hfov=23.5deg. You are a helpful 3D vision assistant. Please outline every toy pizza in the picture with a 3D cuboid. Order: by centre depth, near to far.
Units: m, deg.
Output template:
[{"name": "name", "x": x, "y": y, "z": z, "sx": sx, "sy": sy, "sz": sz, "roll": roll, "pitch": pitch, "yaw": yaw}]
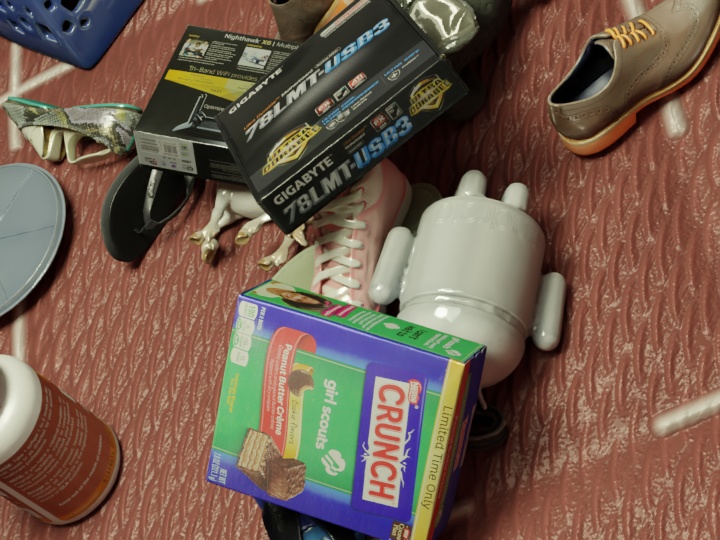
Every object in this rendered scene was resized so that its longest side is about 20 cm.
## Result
[{"name": "toy pizza", "x": -0.393, "y": -0.024, "z": 1.855, "sx": 0.199, "sy": 0.032, "sz": 0.202, "roll": -15, "pitch": 55, "yaw": 23}]

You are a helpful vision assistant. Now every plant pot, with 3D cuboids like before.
[{"name": "plant pot", "x": -0.356, "y": -0.374, "z": 1.957, "sx": 0.199, "sy": 0.180, "sz": 0.201, "roll": 25, "pitch": 76, "yaw": 38}]

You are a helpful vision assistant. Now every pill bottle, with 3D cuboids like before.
[{"name": "pill bottle", "x": -0.317, "y": 0.147, "z": 1.588, "sx": 0.111, "sy": 0.200, "sz": 0.113, "roll": -15, "pitch": 55, "yaw": 22}]

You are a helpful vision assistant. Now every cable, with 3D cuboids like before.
[{"name": "cable", "x": 0.029, "y": 0.112, "z": 1.489, "sx": 0.199, "sy": 0.051, "sz": 0.097, "roll": 17, "pitch": 39, "yaw": 42}]

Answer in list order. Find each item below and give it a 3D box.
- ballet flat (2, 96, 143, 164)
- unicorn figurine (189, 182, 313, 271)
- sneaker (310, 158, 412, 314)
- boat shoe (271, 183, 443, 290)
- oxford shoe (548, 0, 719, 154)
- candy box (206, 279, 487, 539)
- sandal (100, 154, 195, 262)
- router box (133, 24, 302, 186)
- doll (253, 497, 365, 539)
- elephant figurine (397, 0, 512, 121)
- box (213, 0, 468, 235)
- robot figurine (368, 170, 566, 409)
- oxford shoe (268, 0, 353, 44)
[{"name": "ballet flat", "x": -0.318, "y": -0.150, "z": 1.870, "sx": 0.199, "sy": 0.072, "sz": 0.072, "roll": 8, "pitch": 65, "yaw": 35}, {"name": "unicorn figurine", "x": -0.112, "y": -0.073, "z": 1.699, "sx": 0.199, "sy": 0.074, "sz": 0.138, "roll": 17, "pitch": 61, "yaw": 22}, {"name": "sneaker", "x": -0.018, "y": -0.021, "z": 1.498, "sx": 0.075, "sy": 0.105, "sz": 0.202, "roll": 3, "pitch": 65, "yaw": 29}, {"name": "boat shoe", "x": 0.000, "y": 0.000, "z": 1.582, "sx": 0.200, "sy": 0.061, "sz": 0.072, "roll": -32, "pitch": 49, "yaw": 9}, {"name": "oxford shoe", "x": 0.248, "y": -0.193, "z": 1.536, "sx": 0.200, "sy": 0.073, "sz": 0.071, "roll": -46, "pitch": 49, "yaw": -3}, {"name": "candy box", "x": -0.012, "y": 0.117, "z": 1.414, "sx": 0.199, "sy": 0.077, "sz": 0.170, "roll": 15, "pitch": 107, "yaw": 15}, {"name": "sandal", "x": -0.194, "y": -0.097, "z": 1.750, "sx": 0.043, "sy": 0.076, "sz": 0.201, "roll": 23, "pitch": 75, "yaw": 43}, {"name": "router box", "x": -0.100, "y": -0.155, "z": 1.681, "sx": 0.198, "sy": 0.052, "sz": 0.158, "roll": 11, "pitch": 51, "yaw": 12}, {"name": "doll", "x": -0.053, "y": 0.210, "z": 1.489, "sx": 0.136, "sy": 0.049, "sz": 0.201, "roll": -30, "pitch": 56, "yaw": -1}, {"name": "elephant figurine", "x": 0.063, "y": -0.203, "z": 1.633, "sx": 0.155, "sy": 0.141, "sz": 0.201, "roll": -22, "pitch": 46, "yaw": 43}, {"name": "box", "x": -0.023, "y": -0.145, "z": 1.505, "sx": 0.200, "sy": 0.050, "sz": 0.199, "roll": -38, "pitch": 32, "yaw": 5}, {"name": "robot figurine", "x": 0.093, "y": 0.016, "z": 1.480, "sx": 0.168, "sy": 0.113, "sz": 0.201, "roll": 13, "pitch": 65, "yaw": 0}, {"name": "oxford shoe", "x": -0.058, "y": -0.263, "z": 1.720, "sx": 0.072, "sy": 0.073, "sz": 0.200, "roll": -67, "pitch": 13, "yaw": -21}]
